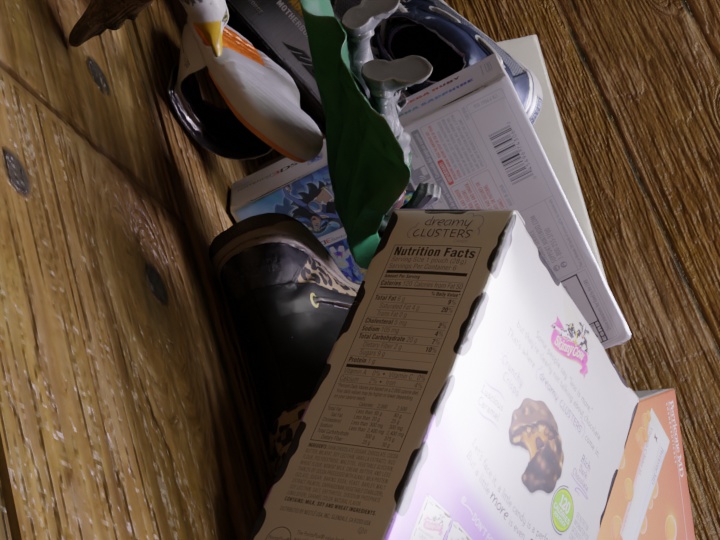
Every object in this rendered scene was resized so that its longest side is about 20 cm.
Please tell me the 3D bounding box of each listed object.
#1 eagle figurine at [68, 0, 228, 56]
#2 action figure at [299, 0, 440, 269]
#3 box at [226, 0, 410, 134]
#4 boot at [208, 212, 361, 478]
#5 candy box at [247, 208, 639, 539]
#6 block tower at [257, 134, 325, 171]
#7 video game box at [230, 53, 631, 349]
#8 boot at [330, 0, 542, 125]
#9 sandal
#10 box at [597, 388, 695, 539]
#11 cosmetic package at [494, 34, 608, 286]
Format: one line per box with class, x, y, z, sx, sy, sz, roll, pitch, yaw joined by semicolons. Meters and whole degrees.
eagle figurine;-0.091;-0.187;0.781;0.200;0.151;0.151;-73;-177;-52
action figure;0.007;-0.056;0.760;0.200;0.054;0.119;90;-18;-62
box;-0.020;-0.130;1.014;0.200;0.048;0.158;49;-1;6
boot;-0.003;0.073;0.803;0.200;0.073;0.151;48;19;-48
candy box;0.045;0.099;0.694;0.168;0.071;0.201;51;52;-42
block tower;0.000;0.000;1.030;0.054;0.058;0.201;-97;160;-59
video game box;0.045;-0.005;0.919;0.201;0.182;0.047;61;8;-26
boot;0.030;-0.159;0.999;0.200;0.073;0.090;34;8;38
sandal;-0.076;-0.093;0.851;0.079;0.059;0.207;35;12;-22
box;0.133;0.153;0.976;0.200;0.097;0.125;-8;90;-57
cosmetic package;0.106;-0.055;1.078;0.104;0.073;0.201;144;-70;-71
